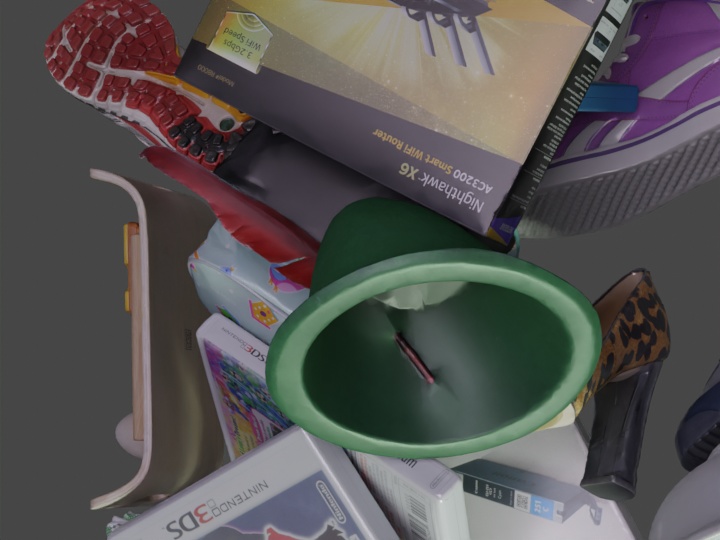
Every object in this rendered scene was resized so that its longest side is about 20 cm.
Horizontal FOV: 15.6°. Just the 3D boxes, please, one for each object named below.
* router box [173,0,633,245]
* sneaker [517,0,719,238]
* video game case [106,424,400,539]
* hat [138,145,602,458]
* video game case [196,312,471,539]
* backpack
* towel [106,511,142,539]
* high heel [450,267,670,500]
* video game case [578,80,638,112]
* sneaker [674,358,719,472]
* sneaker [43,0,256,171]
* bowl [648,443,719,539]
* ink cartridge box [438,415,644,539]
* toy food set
[{"bbox_3d":[0.024,-0.127,1.394,0.200,0.052,0.157,27,94,17],"label":"router box"},{"bbox_3d":[0.156,-0.096,1.567,0.200,0.073,0.114,-22,61,17],"label":"sneaker"},{"bbox_3d":[-0.033,0.199,1.467,0.182,0.023,0.200,-32,91,40],"label":"video game case"},{"bbox_3d":[0.016,-0.020,1.380,0.166,0.200,0.176,-48,37,36],"label":"hat"},{"bbox_3d":[-0.009,0.128,1.506,0.182,0.200,0.024,33,65,27],"label":"video game case"},{"bbox_3d":[0.000,0.000,1.516,0.176,0.200,0.153,32,85,14],"label":"backpack"},{"bbox_3d":[-0.097,0.257,1.593,0.149,0.031,0.200,11,100,17],"label":"towel"},{"bbox_3d":[0.111,0.029,1.490,0.071,0.200,0.143,-6,59,34],"label":"high heel"},{"bbox_3d":[0.040,-0.111,1.518,0.200,0.143,0.018,10,98,36],"label":"video game case"},{"bbox_3d":[0.250,0.032,1.533,0.200,0.070,0.082,-44,52,10],"label":"sneaker"},{"bbox_3d":[-0.121,-0.102,1.627,0.078,0.082,0.200,-44,58,-11],"label":"sneaker"},{"bbox_3d":[0.247,0.143,1.468,0.201,0.201,0.090,-12,56,13],"label":"bowl"},{"bbox_3d":[0.080,0.181,1.566,0.176,0.045,0.200,-29,78,9],"label":"ink cartridge box"},{"bbox_3d":[-0.132,0.043,1.581,0.060,0.144,0.200,-3,85,14],"label":"toy food set"}]
